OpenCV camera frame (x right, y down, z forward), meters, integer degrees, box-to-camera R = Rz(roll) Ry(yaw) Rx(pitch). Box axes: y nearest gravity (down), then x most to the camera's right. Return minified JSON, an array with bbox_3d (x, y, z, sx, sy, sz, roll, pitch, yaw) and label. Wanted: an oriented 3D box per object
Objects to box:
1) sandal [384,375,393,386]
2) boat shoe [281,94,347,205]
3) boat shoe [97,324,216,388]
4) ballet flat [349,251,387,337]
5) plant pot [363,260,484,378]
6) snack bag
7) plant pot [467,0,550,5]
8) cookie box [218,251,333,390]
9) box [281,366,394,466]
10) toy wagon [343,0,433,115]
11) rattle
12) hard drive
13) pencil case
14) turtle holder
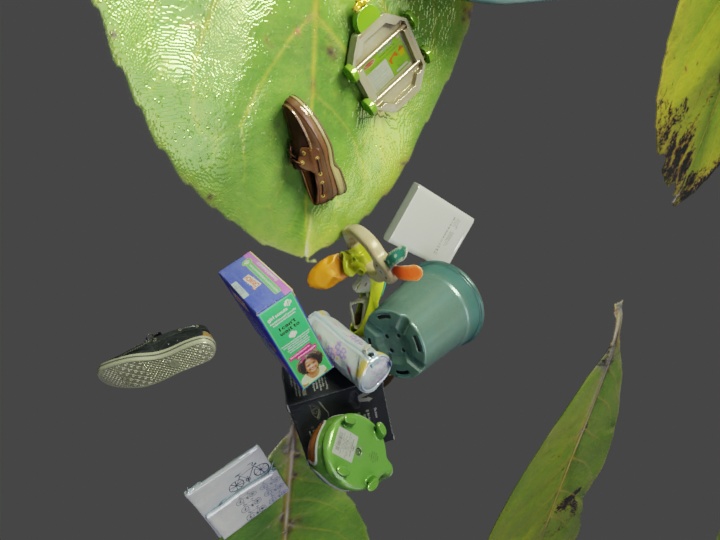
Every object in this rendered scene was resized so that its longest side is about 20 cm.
[{"bbox_3d":[0.012,0.257,1.250,0.080,0.054,0.201,20,118,-28],"label":"sandal"},{"bbox_3d":[-0.086,-0.195,0.911,0.067,0.072,0.201,-37,133,-14],"label":"boat shoe"},{"bbox_3d":[-0.347,0.146,0.927,0.198,0.062,0.075,-19,131,-7],"label":"boat shoe"},{"bbox_3d":[0.012,0.053,1.128,0.066,0.067,0.202,-1,117,-20],"label":"ballet flat"},{"bbox_3d":[0.120,0.107,1.100,0.195,0.199,0.202,-30,133,-46],"label":"plant pot"},{"bbox_3d":[-0.267,0.493,1.202,0.187,0.021,0.201,-31,129,-17],"label":"snack bag"},{"bbox_3d":[0.183,-0.521,0.848,0.198,0.197,0.198,-19,125,-14],"label":"plant pot"},{"bbox_3d":[-0.149,0.088,0.959,0.075,0.171,0.201,-36,131,-16],"label":"cookie box"},{"bbox_3d":[-0.046,0.283,1.143,0.198,0.118,0.198,-15,125,-5],"label":"box"},{"bbox_3d":[0.038,-0.373,0.921,0.155,0.040,0.200,-44,131,-7],"label":"toy wagon"},{"bbox_3d":[0.000,0.000,0.993,0.142,0.200,0.131,-21,125,-24],"label":"rattle"},{"bbox_3d":[0.151,-0.091,1.166,0.199,0.027,0.133,22,101,-42],"label":"hard drive"},{"bbox_3d":[-0.033,0.155,1.059,0.083,0.199,0.091,-44,138,-18],"label":"pencil case"},{"bbox_3d":[-0.019,0.353,1.053,0.184,0.131,0.143,6,70,-41],"label":"turtle holder"}]
